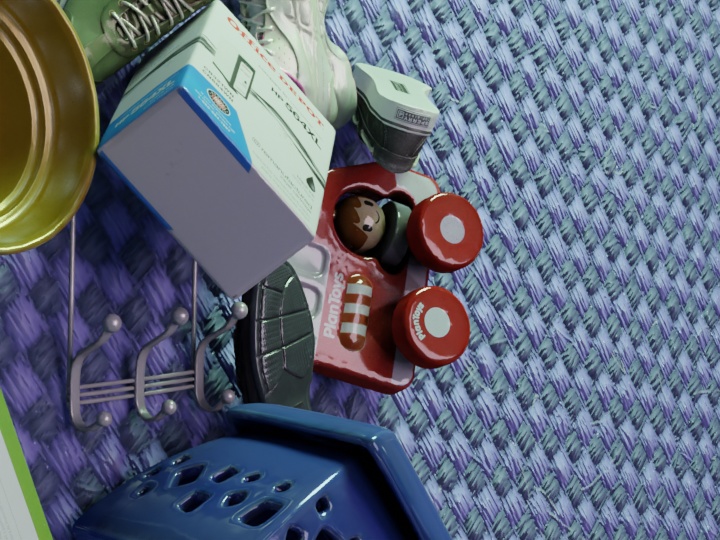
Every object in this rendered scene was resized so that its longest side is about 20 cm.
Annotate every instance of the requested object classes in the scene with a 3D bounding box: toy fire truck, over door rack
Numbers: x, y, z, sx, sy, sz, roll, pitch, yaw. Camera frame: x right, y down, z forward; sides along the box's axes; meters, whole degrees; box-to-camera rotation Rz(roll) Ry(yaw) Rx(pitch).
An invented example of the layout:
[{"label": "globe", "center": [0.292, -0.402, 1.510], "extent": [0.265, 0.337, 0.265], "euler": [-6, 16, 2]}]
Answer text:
[{"label": "toy fire truck", "center": [0.000, 0.000, 1.487], "extent": [0.167, 0.112, 0.202], "euler": [18, 69, -26]}, {"label": "over door rack", "center": [-0.155, 0.009, 1.306], "extent": [0.147, 0.066, 0.202], "euler": [-4, 86, -53]}]

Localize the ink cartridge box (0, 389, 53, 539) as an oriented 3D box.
[{"label": "ink cartridge box", "center": [-0.298, 0.147, 1.085], "extent": [0.200, 0.075, 0.149], "euler": [-30, 107, -50]}]

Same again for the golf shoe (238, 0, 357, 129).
[{"label": "golf shoe", "center": [-0.068, -0.198, 1.460], "extent": [0.091, 0.075, 0.201], "euler": [-37, 111, -45]}]

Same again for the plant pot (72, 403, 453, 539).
[{"label": "plant pot", "center": [-0.049, 0.209, 1.259], "extent": [0.180, 0.199, 0.201], "euler": [-43, 119, -28]}]

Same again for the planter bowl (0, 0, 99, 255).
[{"label": "planter bowl", "center": [-0.270, -0.105, 1.167], "extent": [0.200, 0.083, 0.202], "euler": [14, 72, -50]}]

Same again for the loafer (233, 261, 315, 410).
[{"label": "loafer", "center": [-0.073, 0.091, 1.387], "extent": [0.072, 0.063, 0.202], "euler": [-15, 98, -51]}]

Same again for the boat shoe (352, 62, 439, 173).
[{"label": "boat shoe", "center": [0.022, -0.131, 1.523], "extent": [0.200, 0.070, 0.064], "euler": [-98, -154, -74]}]

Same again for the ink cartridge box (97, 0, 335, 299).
[{"label": "ink cartridge box", "center": [-0.099, -0.094, 1.302], "extent": [0.146, 0.084, 0.200], "euler": [48, 20, -18]}]

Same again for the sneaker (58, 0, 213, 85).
[{"label": "sneaker", "center": [-0.154, -0.210, 1.334], "extent": [0.067, 0.089, 0.201], "euler": [59, 42, -26]}]
